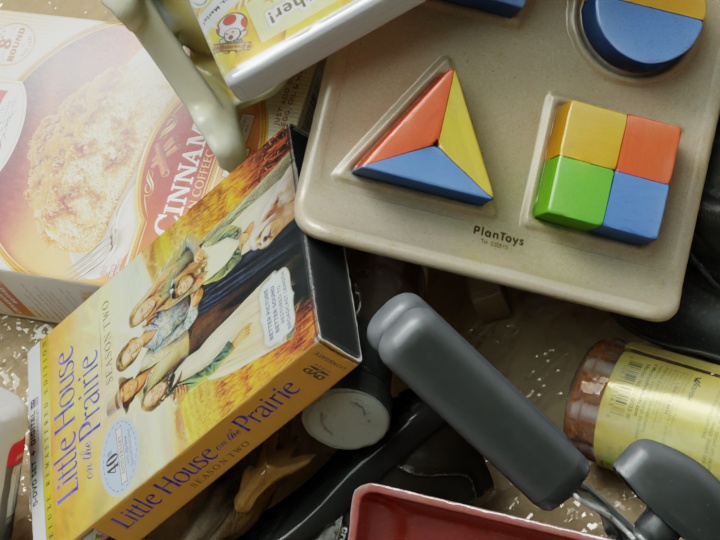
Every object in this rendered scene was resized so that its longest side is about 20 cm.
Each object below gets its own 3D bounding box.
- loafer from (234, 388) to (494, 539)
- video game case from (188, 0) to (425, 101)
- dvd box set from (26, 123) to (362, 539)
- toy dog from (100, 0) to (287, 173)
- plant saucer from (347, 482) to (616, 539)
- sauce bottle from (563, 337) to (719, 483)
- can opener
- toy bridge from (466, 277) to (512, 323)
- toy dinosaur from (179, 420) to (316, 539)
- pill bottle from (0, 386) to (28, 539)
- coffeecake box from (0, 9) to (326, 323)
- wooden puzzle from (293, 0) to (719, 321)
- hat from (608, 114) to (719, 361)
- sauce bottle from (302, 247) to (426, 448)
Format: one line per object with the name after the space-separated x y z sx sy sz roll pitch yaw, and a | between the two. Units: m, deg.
-0.016 0.141 1.202 0.200 0.073 0.071 -42 97 9 | loafer
-0.001 -0.193 1.139 0.200 0.023 0.182 -29 57 7 | video game case
-0.084 0.040 1.186 0.200 0.029 0.146 -39 38 28 | dvd box set
-0.020 -0.169 1.253 0.200 0.140 0.194 -29 24 7 | toy dog
0.084 0.205 1.114 0.200 0.037 0.200 11 104 22 | plant saucer
0.196 0.086 1.169 0.200 0.066 0.066 17 71 25 | sauce bottle
0.088 0.077 1.140 0.066 0.200 0.053 -51 17 2 | can opener
0.061 -0.007 1.280 0.200 0.027 0.067 -17 58 9 | toy bridge
-0.067 0.114 1.203 0.060 0.106 0.200 29 45 5 | toy dinosaur
-0.228 0.152 1.212 0.111 0.111 0.200 12 97 23 | pill bottle
-0.121 -0.048 1.332 0.200 0.073 0.154 8 68 22 | coffeecake box
0.079 -0.092 1.143 0.185 0.046 0.200 14 79 -8 | wooden puzzle
0.203 -0.045 1.202 0.200 0.081 0.201 -3 58 4 | hat
0.000 0.000 1.211 0.065 0.065 0.200 -7 41 14 | sauce bottle
